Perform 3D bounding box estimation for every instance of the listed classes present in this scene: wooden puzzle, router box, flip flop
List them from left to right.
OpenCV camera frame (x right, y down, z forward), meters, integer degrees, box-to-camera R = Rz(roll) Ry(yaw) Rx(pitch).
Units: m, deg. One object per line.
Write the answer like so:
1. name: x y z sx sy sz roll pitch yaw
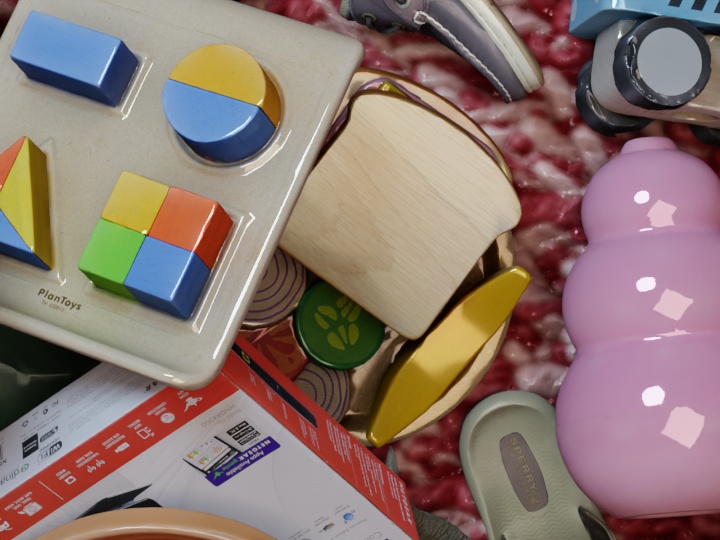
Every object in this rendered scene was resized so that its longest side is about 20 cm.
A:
1. wooden puzzle: -0.118 -0.058 1.372 0.185 0.046 0.200 19 72 22
2. router box: -0.101 0.129 1.437 0.200 0.049 0.179 -34 127 17
3. flip flop: 0.115 0.159 1.530 0.081 0.058 0.200 -24 97 -4

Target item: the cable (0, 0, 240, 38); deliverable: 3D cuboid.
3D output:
1. cable: -0.154 -0.164 1.466 0.199 0.051 0.164 14 94 -5

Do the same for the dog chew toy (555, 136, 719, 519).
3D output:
1. dog chew toy: 0.160 0.029 1.497 0.124 0.125 0.201 -4 83 -7

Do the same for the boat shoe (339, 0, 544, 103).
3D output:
1. boat shoe: 0.013 -0.157 1.486 0.065 0.072 0.200 -44 95 4

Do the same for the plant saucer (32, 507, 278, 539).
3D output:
1. plant saucer: -0.099 0.197 1.423 0.200 0.032 0.201 1 124 1

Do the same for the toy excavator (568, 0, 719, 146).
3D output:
1. toy excavator: 0.154 -0.176 1.498 0.194 0.100 0.201 8 81 -10

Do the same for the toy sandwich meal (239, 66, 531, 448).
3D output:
1. toy sandwich meal: 0.000 0.000 1.495 0.205 0.070 0.206 -1 95 -7

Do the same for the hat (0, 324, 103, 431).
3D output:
1. hat: -0.164 0.013 1.503 0.199 0.176 0.166 -9 121 18

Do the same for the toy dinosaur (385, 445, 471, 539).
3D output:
1. toy dinosaur: 0.035 0.190 1.527 0.102 0.077 0.201 -8 92 -18
